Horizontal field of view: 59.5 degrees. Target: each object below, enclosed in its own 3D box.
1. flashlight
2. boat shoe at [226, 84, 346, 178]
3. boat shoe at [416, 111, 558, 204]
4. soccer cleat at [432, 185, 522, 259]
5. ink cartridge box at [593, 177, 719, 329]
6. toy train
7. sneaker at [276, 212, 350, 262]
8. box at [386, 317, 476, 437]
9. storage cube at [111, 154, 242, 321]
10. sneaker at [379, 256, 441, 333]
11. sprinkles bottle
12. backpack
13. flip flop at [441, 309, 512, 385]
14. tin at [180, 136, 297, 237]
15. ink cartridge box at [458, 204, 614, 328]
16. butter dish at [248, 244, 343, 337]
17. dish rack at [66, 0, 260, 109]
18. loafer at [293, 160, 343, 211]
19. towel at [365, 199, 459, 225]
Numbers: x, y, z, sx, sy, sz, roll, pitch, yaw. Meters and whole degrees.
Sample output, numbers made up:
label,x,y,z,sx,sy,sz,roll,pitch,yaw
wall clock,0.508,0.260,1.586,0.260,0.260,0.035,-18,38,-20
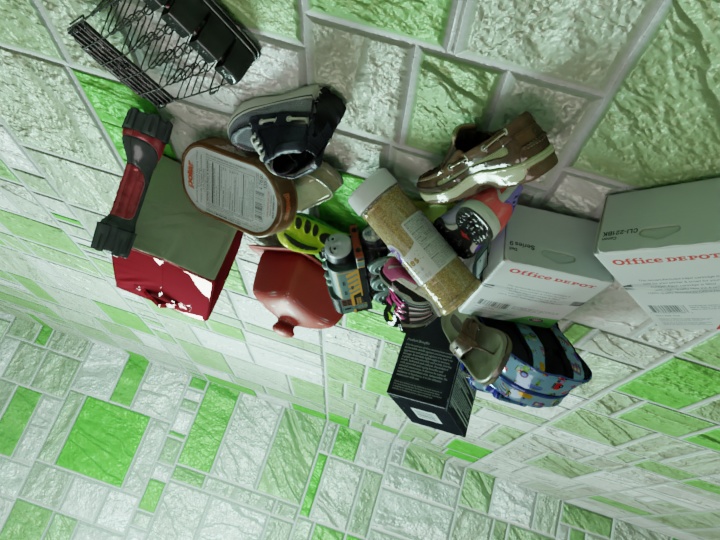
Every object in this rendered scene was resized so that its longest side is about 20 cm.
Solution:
label,x,y,z,sx,sy,sz,roll,pitch,yaw
flashlight,-0.323,-0.121,0.878,0.067,0.202,0.068,20,177,-32
boat shoe,-0.110,-0.158,0.771,0.199,0.094,0.074,-6,147,46
boat shoe,0.127,-0.130,0.702,0.201,0.075,0.075,-8,115,56
soccer cleat,0.145,-0.066,0.794,0.068,0.073,0.200,46,171,1
ink cartridge box,0.382,-0.011,0.723,0.143,0.085,0.199,-5,148,47
toy train,0.000,0.000,0.967,0.112,0.086,0.201,-13,153,-1
sneaker,-0.062,-0.051,1.029,0.199,0.074,0.084,30,-169,-43
box,0.153,0.182,1.192,0.122,0.200,0.200,11,156,24
storage cube,-0.292,-0.048,1.039,0.169,0.202,0.180,22,151,-7
sneaker,0.066,0.046,0.916,0.074,0.087,0.200,52,-172,27
sprinkles bottle,0.070,-0.038,0.822,0.200,0.068,0.068,50,156,3
backpack,0.250,0.142,0.981,0.181,0.136,0.200,16,-160,-18
flip flop,0.156,0.098,0.923,0.057,0.082,0.200,21,-164,-23
tin,-0.175,-0.118,0.882,0.198,0.042,0.113,23,117,27
ink cartridge box,0.230,0.001,0.852,0.144,0.085,0.200,11,157,-4
butter dish,-0.115,0.052,1.155,0.199,0.149,0.198,35,163,-35
dish rack,-0.228,-0.254,0.705,0.198,0.055,0.153,0,149,42
loafer,-0.104,-0.110,0.908,0.199,0.069,0.075,-5,148,45
towel,0.092,-0.073,0.903,0.198,0.018,0.086,7,155,27
